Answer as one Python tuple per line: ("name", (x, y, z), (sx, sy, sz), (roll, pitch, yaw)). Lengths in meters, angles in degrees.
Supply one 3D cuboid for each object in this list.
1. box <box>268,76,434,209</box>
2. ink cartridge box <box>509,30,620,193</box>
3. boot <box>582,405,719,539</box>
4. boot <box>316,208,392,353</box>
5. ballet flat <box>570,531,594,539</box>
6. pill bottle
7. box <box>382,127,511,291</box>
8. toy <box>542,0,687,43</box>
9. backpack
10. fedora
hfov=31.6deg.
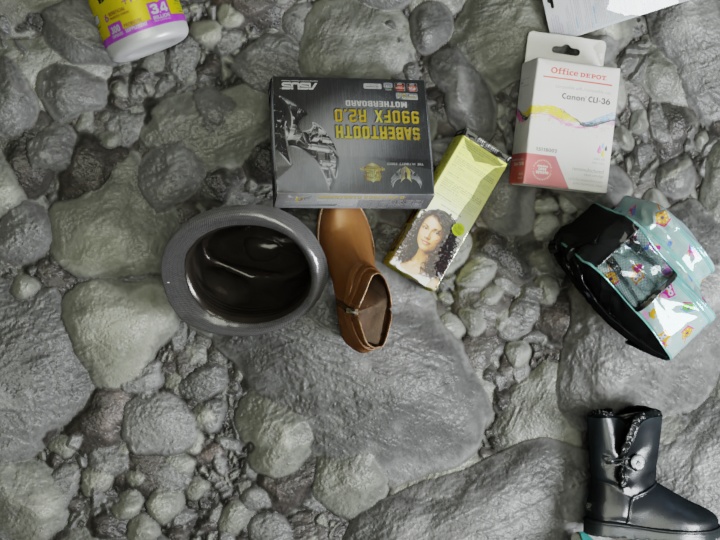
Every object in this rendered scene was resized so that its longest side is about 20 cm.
("box", (-0.013, -0.158, 1.577), (0.198, 0.048, 0.160), (1, 70, -10))
("ink cartridge box", (0.265, -0.206, 1.642), (0.115, 0.067, 0.203), (5, 92, -10))
("boot", (0.387, 0.266, 1.671), (0.198, 0.076, 0.170), (5, 90, -11))
("boot", (0.000, 0.000, 1.555), (0.073, 0.155, 0.202), (-11, 93, -10))
("ballet flat", (0.332, 0.432, 1.673), (0.072, 0.072, 0.200), (-45, 98, -6))
("pill bottle", (-0.285, -0.359, 1.521), (0.103, 0.104, 0.202), (-21, 95, -9))
("box", (0.110, -0.077, 1.627), (0.075, 0.050, 0.201), (30, 85, -10))
("toy", (0.329, -0.383, 1.654), (0.198, 0.047, 0.116), (-15, 119, 5))
("backpack", (0.357, 0.009, 1.612), (0.153, 0.176, 0.201), (-36, 101, -4))
("fedora", (-0.136, -0.014, 1.548), (0.198, 0.091, 0.178), (-11, 118, 10))
